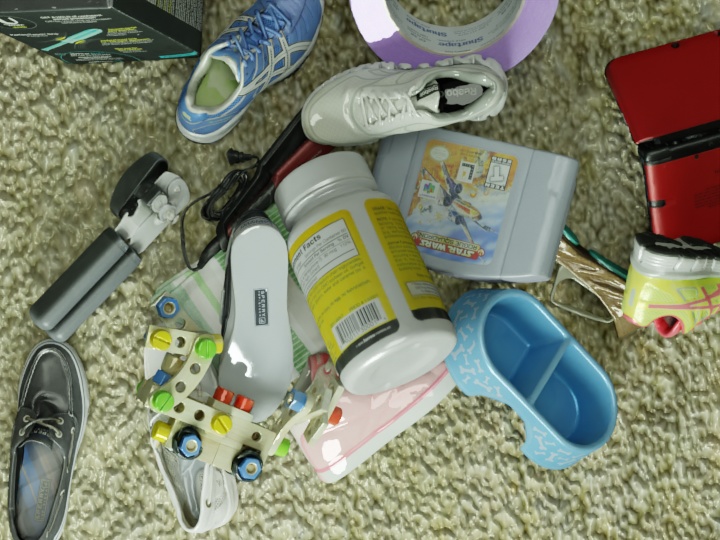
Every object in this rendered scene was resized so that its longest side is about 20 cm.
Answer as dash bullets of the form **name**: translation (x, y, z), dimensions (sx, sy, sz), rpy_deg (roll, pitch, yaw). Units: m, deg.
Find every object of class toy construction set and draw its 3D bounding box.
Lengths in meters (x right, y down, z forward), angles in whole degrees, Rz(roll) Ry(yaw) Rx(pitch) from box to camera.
- **toy construction set**: translation (-0.117, 0.115, 1.293), dimensions (0.198, 0.092, 0.133), rpy_deg (23, 85, -8)

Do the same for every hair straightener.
- **hair straightener**: translation (-0.106, -0.083, 1.388), dimensions (0.077, 0.041, 0.201), rpy_deg (36, 84, 35)

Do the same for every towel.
- **towel**: translation (-0.084, 0.024, 1.392), dimensions (0.199, 0.023, 0.153), rpy_deg (-38, 89, -4)

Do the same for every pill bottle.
- **pill bottle**: translation (0.000, 0.000, 1.308), dimensions (0.113, 0.115, 0.202), rpy_deg (-23, 69, -3)

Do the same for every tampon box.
- **tampon box**: translation (-0.244, -0.272, 1.298), dimensions (0.148, 0.200, 0.128), rpy_deg (0, 86, 16)

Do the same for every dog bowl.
- **dog bowl**: translation (0.165, 0.098, 1.349), dimensions (0.200, 0.049, 0.112), rpy_deg (45, 59, -13)

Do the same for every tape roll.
- **tape roll**: translation (0.087, -0.279, 1.344), dimensions (0.197, 0.066, 0.202), rpy_deg (0, 122, 0)

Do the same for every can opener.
- **can opener**: translation (-0.241, -0.021, 1.378), dimensions (0.066, 0.053, 0.201), rpy_deg (33, 79, 35)

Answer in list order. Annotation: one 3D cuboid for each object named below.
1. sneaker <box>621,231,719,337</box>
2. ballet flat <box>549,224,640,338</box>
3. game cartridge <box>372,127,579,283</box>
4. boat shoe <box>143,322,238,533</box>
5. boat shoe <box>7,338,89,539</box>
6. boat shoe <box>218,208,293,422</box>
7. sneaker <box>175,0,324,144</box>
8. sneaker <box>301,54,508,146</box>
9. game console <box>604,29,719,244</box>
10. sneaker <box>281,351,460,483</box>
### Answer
- **sneaker**: translation (0.309, 0.019, 1.354), dimensions (0.198, 0.078, 0.091), rpy_deg (7, 108, -41)
- **ballet flat**: translation (0.199, -0.005, 1.391), dimensions (0.199, 0.068, 0.073), rpy_deg (39, 101, -4)
- **game cartridge**: translation (0.098, -0.061, 1.362), dimensions (0.198, 0.041, 0.135), rpy_deg (14, 82, 22)
- **boat shoe**: translation (-0.167, 0.148, 1.351), dimensions (0.070, 0.069, 0.203), rpy_deg (-18, 87, 20)
- **boat shoe**: translation (-0.302, 0.165, 1.353), dimensions (0.069, 0.066, 0.203), rpy_deg (9, 85, -2)
- **boat shoe**: translation (-0.102, 0.042, 1.349), dimensions (0.071, 0.068, 0.203), rpy_deg (-3, 110, -9)
- **sneaker**: translation (-0.103, -0.206, 1.378), dimensions (0.075, 0.077, 0.201), rpy_deg (37, 85, 2)
- **sneaker**: translation (0.039, -0.158, 1.327), dimensions (0.197, 0.081, 0.076), rpy_deg (-12, 101, 6)
- **game console**: translation (0.359, -0.134, 1.421), dimensions (0.197, 0.119, 0.174), rpy_deg (-15, 118, -3)
- **sneaker**: translation (0.012, 0.101, 1.359), dimensions (0.200, 0.075, 0.105), rpy_deg (-39, 101, 0)
